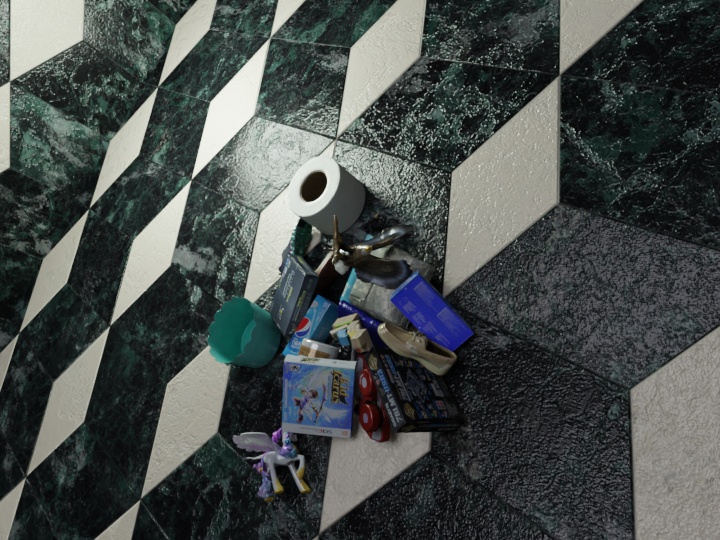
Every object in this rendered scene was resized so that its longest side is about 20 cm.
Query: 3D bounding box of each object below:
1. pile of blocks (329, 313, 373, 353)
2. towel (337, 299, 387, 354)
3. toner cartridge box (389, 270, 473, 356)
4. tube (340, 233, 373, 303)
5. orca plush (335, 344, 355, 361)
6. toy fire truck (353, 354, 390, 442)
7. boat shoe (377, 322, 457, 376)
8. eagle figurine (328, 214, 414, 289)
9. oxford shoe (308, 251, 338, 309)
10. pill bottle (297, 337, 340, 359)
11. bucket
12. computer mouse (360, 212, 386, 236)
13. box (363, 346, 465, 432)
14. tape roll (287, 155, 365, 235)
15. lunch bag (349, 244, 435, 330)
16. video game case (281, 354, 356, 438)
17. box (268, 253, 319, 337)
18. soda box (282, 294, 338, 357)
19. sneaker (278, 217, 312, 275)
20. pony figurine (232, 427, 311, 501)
[{"bbox_3d":[-0.022,0.163,1.412,0.082,0.063,0.200,-23,12,-4],"label":"pile of blocks"},{"bbox_3d":[0.028,0.165,1.541,0.049,0.148,0.199,-37,46,-28],"label":"towel"},{"bbox_3d":[0.171,0.104,1.430,0.095,0.200,0.043,-42,8,12],"label":"toner cartridge box"},{"bbox_3d":[0.000,0.000,1.659,0.077,0.050,0.201,33,105,55],"label":"tube"},{"bbox_3d":[-0.053,0.246,1.539,0.106,0.070,0.201,-96,13,-49],"label":"orca plush"},{"bbox_3d":[0.035,0.316,1.480,0.168,0.111,0.202,-6,83,63],"label":"toy fire truck"},{"bbox_3d":[0.134,0.173,1.400,0.065,0.199,0.072,-54,7,30],"label":"boat shoe"},{"bbox_3d":[0.026,-0.042,1.472,0.151,0.198,0.153,-112,30,-63],"label":"eagle figurine"},{"bbox_3d":[-0.125,0.015,1.763,0.075,0.070,0.201,35,92,43],"label":"oxford shoe"},{"bbox_3d":[-0.131,0.294,1.606,0.114,0.114,0.202,12,82,39],"label":"pill bottle"},{"bbox_3d":[-0.350,0.196,1.803,0.206,0.135,0.209,-16,60,30],"label":"bucket"},{"bbox_3d":[0.047,-0.059,1.679,0.110,0.044,0.202,-34,54,50],"label":"computer mouse"},{"bbox_3d":[0.124,0.274,1.370,0.050,0.197,0.201,-51,47,31],"label":"box"},{"bbox_3d":[-0.103,-0.227,1.811,0.202,0.139,0.204,-16,60,31],"label":"tape roll"},{"bbox_3d":[0.089,0.046,1.539,0.167,0.139,0.201,23,83,47],"label":"lunch bag"},{"bbox_3d":[-0.105,0.321,1.504,0.180,0.045,0.202,5,108,3],"label":"video game case"},{"bbox_3d":[-0.199,0.073,1.744,0.158,0.051,0.201,44,118,55],"label":"box"},{"bbox_3d":[-0.136,0.175,1.698,0.064,0.068,0.201,30,89,41],"label":"soda box"},{"bbox_3d":[-0.215,-0.080,1.874,0.087,0.074,0.202,0,70,42],"label":"sneaker"},{"bbox_3d":[-0.231,0.502,1.586,0.191,0.167,0.201,-11,54,-4],"label":"pony figurine"}]
